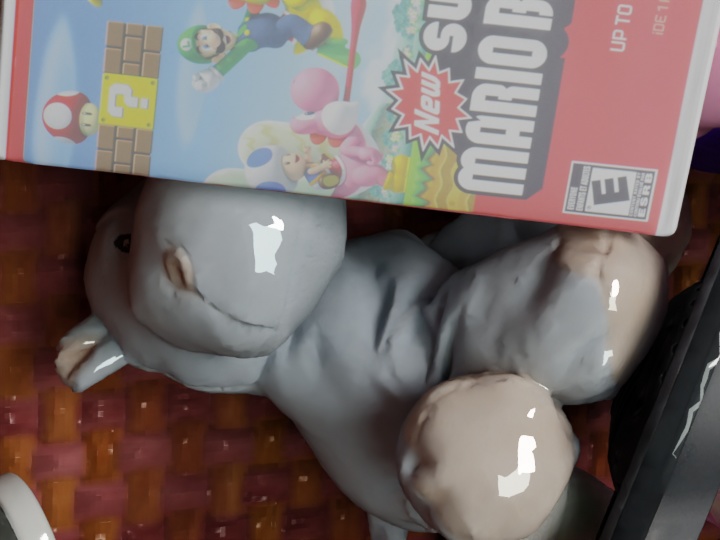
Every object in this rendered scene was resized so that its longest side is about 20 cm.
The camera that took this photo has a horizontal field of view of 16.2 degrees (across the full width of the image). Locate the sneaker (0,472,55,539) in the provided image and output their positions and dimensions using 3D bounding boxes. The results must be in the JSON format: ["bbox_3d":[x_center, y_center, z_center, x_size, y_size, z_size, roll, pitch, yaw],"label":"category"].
[{"bbox_3d":[-0.130,0.174,0.819,0.099,0.071,0.200,-19,103,-21],"label":"sneaker"}]

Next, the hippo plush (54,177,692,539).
[{"bbox_3d":[0.000,0.000,0.818,0.161,0.200,0.159,33,70,-4],"label":"hippo plush"}]

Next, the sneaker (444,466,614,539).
[{"bbox_3d":[0.053,0.169,0.907,0.085,0.073,0.200,25,87,-27],"label":"sneaker"}]

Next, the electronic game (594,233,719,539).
[{"bbox_3d":[0.103,0.040,0.813,0.042,0.200,0.200,22,90,7],"label":"electronic game"}]

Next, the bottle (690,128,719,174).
[{"bbox_3d":[0.133,-0.076,0.886,0.200,0.065,0.084,-8,85,-33],"label":"bottle"}]

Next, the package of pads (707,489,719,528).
[{"bbox_3d":[0.210,0.071,0.893,0.120,0.200,0.076,-41,130,-14],"label":"package of pads"}]

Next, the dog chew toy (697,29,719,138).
[{"bbox_3d":[0.111,-0.132,0.758,0.124,0.125,0.200,-8,125,-26],"label":"dog chew toy"}]

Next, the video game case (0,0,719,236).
[{"bbox_3d":[0.002,-0.086,0.700,0.200,0.017,0.143,7,118,-4],"label":"video game case"}]
